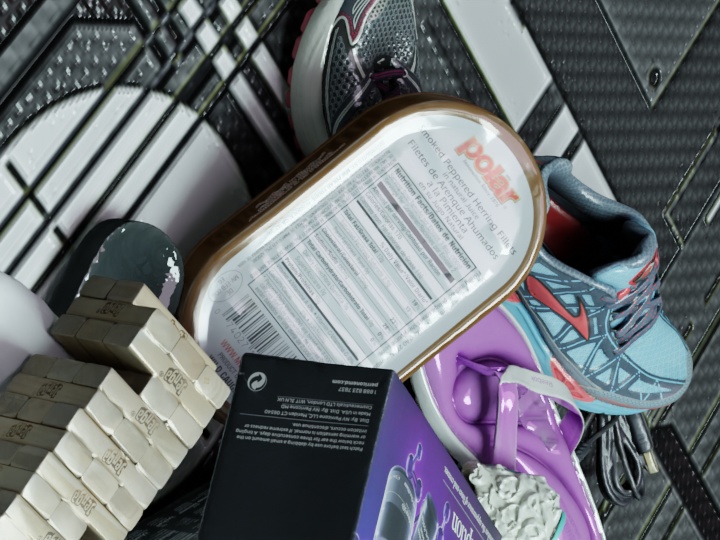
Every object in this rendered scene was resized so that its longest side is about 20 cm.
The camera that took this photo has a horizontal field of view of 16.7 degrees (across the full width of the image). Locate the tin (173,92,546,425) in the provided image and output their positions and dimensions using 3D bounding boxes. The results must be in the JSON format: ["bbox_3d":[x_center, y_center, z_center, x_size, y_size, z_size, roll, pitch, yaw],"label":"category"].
[{"bbox_3d":[0.000,0.000,1.160,0.200,0.042,0.112,-39,107,-6],"label":"tin"}]

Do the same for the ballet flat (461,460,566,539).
[{"bbox_3d":[0.033,0.184,1.231,0.072,0.072,0.200,42,69,-45],"label":"ballet flat"}]

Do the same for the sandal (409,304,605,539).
[{"bbox_3d":[0.091,0.087,1.289,0.083,0.050,0.203,-51,124,-35],"label":"sandal"}]

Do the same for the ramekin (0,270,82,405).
[{"bbox_3d":[-0.195,0.079,0.958,0.200,0.098,0.201,-8,101,-43],"label":"ramekin"}]

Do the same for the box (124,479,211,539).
[{"bbox_3d":[-0.058,0.181,1.144,0.200,0.049,0.160,-23,118,-67],"label":"box"}]

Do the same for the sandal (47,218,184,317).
[{"bbox_3d":[-0.127,0.072,1.089,0.075,0.048,0.201,29,77,-45],"label":"sandal"}]

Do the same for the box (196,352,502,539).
[{"bbox_3d":[-0.005,0.145,1.106,0.200,0.079,0.142,57,44,-58],"label":"box"}]

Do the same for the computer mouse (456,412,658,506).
[{"bbox_3d":[0.091,0.114,1.356,0.200,0.044,0.110,-33,112,-42],"label":"computer mouse"}]

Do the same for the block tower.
[{"bbox_3d":[-0.128,0.095,0.919,0.058,0.054,0.200,50,62,-34],"label":"block tower"}]

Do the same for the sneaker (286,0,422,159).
[{"bbox_3d":[0.015,-0.053,1.214,0.080,0.074,0.201,-15,107,-47],"label":"sneaker"}]

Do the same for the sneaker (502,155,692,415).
[{"bbox_3d":[0.125,0.011,1.309,0.200,0.095,0.079,42,57,-30],"label":"sneaker"}]
